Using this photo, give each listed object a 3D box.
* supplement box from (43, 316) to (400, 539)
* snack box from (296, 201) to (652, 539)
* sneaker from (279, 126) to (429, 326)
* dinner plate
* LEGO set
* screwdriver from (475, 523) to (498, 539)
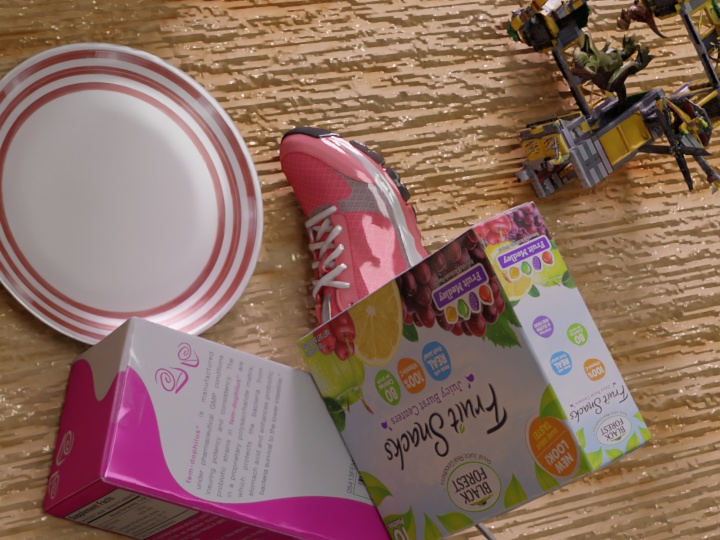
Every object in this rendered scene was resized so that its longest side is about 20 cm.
[{"bbox_3d":[-0.073,0.113,1.289,0.199,0.103,0.102,20,65,-23],"label":"supplement box"},{"bbox_3d":[0.057,0.065,1.200,0.053,0.200,0.143,-24,84,-35],"label":"snack box"},{"bbox_3d":[0.000,0.000,1.386,0.087,0.074,0.201,-35,92,-32],"label":"sneaker"},{"bbox_3d":[-0.153,-0.045,1.346,0.199,0.024,0.202,9,70,-25],"label":"dinner plate"},{"bbox_3d":[0.164,-0.127,1.464,0.116,0.199,0.155,-35,112,-31],"label":"LEGO set"},{"bbox_3d":[0.122,0.210,1.409,0.200,0.028,0.029,49,27,-5],"label":"screwdriver"}]
